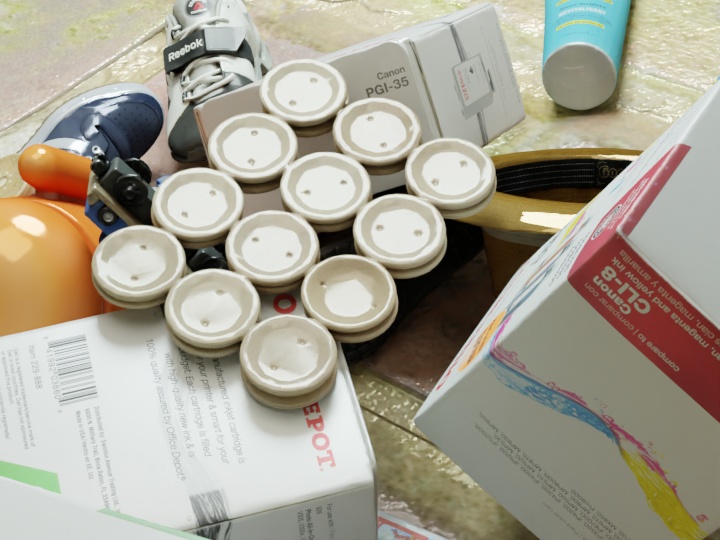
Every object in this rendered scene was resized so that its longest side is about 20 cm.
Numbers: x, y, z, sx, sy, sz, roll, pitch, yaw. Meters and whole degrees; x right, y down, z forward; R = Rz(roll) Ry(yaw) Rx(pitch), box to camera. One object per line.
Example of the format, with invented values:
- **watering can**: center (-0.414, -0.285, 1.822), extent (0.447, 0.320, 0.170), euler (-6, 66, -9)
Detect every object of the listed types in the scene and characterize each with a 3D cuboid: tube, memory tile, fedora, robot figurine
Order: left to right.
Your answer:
- **robot figurine**: center (-0.184, 0.013, 1.240), extent (0.144, 0.200, 0.117), euler (-44, 80, 12)
- **memory tile**: center (-0.032, -0.024, 1.139), extent (0.153, 0.017, 0.200), euler (28, 56, 21)
- **tube**: center (0.159, -0.182, 1.515), extent (0.077, 0.051, 0.201), euler (3, 33, 7)
- **fedora**: center (0.137, -0.017, 1.244), extent (0.198, 0.083, 0.201), euler (0, 15, 0)

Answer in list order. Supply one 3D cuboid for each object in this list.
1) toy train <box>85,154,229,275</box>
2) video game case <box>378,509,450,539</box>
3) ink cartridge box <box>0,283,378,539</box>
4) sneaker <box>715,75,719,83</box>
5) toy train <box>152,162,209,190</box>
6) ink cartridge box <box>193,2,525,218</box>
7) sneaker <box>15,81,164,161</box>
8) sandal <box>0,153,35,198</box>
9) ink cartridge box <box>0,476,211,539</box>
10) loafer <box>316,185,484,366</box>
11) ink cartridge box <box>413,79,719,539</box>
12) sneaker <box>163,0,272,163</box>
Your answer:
- **toy train**: center (-0.084, 0.011, 1.201), extent (0.046, 0.200, 0.034), euler (-39, 21, 16)
- **video game case**: center (-0.034, 0.169, 1.108), extent (0.199, 0.018, 0.143), euler (20, 45, 31)
- **ink cartridge box**: center (-0.100, 0.096, 1.109), extent (0.198, 0.084, 0.147), euler (-12, 51, -7)
- **sneaker**: center (0.284, -0.087, 1.339), extent (0.104, 0.076, 0.200), euler (-27, 30, -1)
- **toy train**: center (-0.072, -0.076, 1.441), extent (0.199, 0.034, 0.046), euler (-31, 37, -25)
- **ink cartridge box**: center (0.004, -0.096, 1.316), extent (0.145, 0.083, 0.200), euler (-16, 7, 20)
- **sneaker**: center (-0.193, -0.044, 1.399), extent (0.199, 0.070, 0.108), euler (-35, 37, -18)
- **sandal**: center (-0.293, -0.009, 1.317), extent (0.211, 0.070, 0.078), euler (-41, 40, 1)
- **ink cartridge box**: center (-0.107, 0.202, 0.944), extent (0.144, 0.201, 0.088), euler (12, 45, 27)
- **loafer**: center (0.000, 0.000, 1.303), extent (0.199, 0.074, 0.071), euler (-32, 21, -28)
- **ink cartridge box**: center (0.151, 0.037, 1.062), extent (0.144, 0.200, 0.145), euler (41, 48, -2)
- **sneaker**: center (-0.107, -0.141, 1.465), extent (0.073, 0.089, 0.200), euler (-18, 27, 7)
